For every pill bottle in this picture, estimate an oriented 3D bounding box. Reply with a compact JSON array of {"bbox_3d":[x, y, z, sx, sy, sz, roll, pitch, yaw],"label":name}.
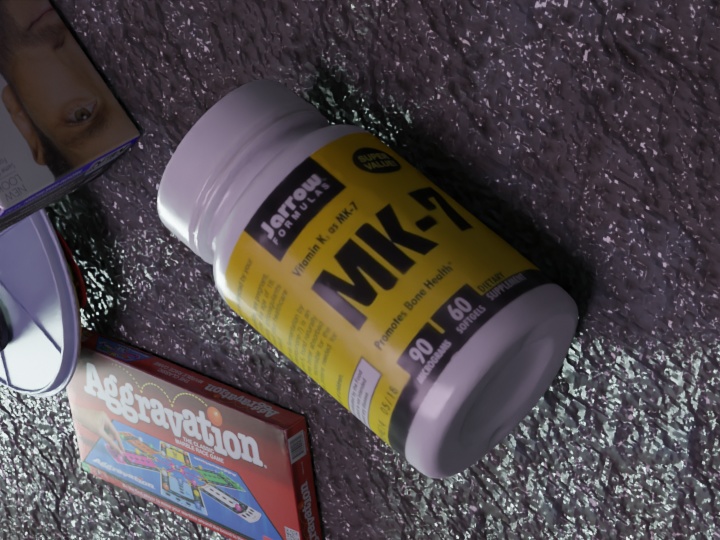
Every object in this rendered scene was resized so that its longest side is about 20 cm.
[{"bbox_3d":[0.000,0.000,1.238,0.200,0.114,0.114,39,139,21],"label":"pill bottle"}]

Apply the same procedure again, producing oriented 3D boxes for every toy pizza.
[{"bbox_3d":[-0.225,-0.017,1.535,0.200,0.032,0.201,35,139,38],"label":"toy pizza"}]

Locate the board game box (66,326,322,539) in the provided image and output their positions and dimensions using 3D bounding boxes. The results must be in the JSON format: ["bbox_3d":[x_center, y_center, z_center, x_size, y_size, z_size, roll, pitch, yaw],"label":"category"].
[{"bbox_3d":[-0.104,0.106,1.507,0.200,0.019,0.103,19,127,39],"label":"board game box"}]

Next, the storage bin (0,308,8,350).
[{"bbox_3d":[-0.318,-0.016,1.553,0.135,0.094,0.200,-19,96,59],"label":"storage bin"}]

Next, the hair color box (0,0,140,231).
[{"bbox_3d":[-0.228,-0.125,1.406,0.200,0.109,0.065,56,141,1],"label":"hair color box"}]
